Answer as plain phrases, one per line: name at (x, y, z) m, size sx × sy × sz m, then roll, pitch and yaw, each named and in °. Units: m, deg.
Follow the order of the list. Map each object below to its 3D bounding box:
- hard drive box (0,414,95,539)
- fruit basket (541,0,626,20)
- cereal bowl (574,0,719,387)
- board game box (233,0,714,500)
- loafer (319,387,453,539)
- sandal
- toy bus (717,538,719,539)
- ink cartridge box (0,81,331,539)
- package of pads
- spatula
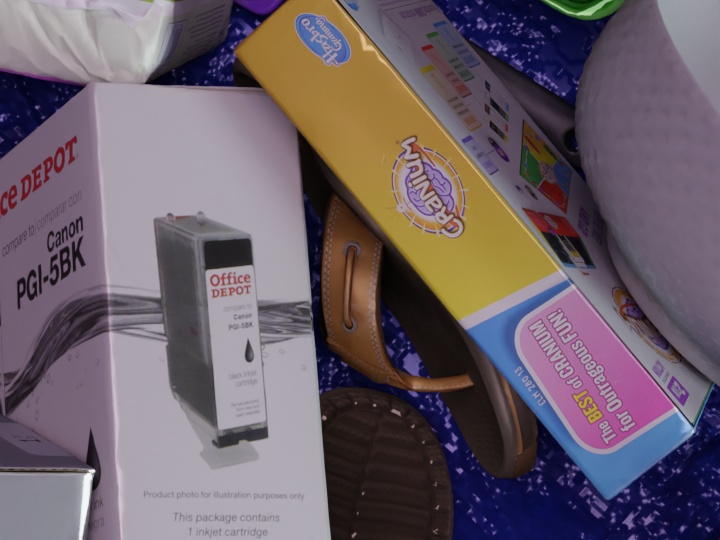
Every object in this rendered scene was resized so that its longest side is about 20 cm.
hard drive box at (-0.161, 0.150, 0.953) m, size 0.077 × 0.156 × 0.201 m, roll 2°, pitch 98°, yaw -26°
fruit basket at (0.042, -0.203, 1.006) m, size 0.215 × 0.216 × 0.156 m, roll 30°, pitch 83°, yaw 5°
cereal bowl at (0.149, -0.011, 0.990) m, size 0.200 × 0.200 × 0.083 m, roll 47°, pitch 111°, yaw 7°
board game box at (0.049, -0.021, 0.993) m, size 0.040 × 0.153 × 0.200 m, roll -40°, pitch 88°, yaw 14°
loafer at (-0.014, 0.138, 1.018) m, size 0.076 × 0.068 × 0.200 m, roll 17°, pitch 61°, yaw -14°
sandal at (0.000, 0.000, 1.037) m, size 0.054 × 0.080 × 0.200 m, roll -31°, pitch 76°, yaw -14°
toy bus at (0.107, 0.165, 1.005) m, size 0.200 × 0.078 × 0.065 m, roll -33°, pitch 119°, yaw -3°
ink cartridge box at (-0.081, 0.048, 0.981) m, size 0.083 × 0.147 × 0.201 m, roll 3°, pitch 73°, yaw -27°
package of pads at (-0.151, -0.119, 1.021) m, size 0.199 × 0.155 × 0.068 m, roll 12°, pitch 102°, yaw 6°
spatula at (0.012, -0.099, 1.080) m, size 0.200 × 0.021 × 0.057 m, roll 32°, pitch 99°, yaw 3°
